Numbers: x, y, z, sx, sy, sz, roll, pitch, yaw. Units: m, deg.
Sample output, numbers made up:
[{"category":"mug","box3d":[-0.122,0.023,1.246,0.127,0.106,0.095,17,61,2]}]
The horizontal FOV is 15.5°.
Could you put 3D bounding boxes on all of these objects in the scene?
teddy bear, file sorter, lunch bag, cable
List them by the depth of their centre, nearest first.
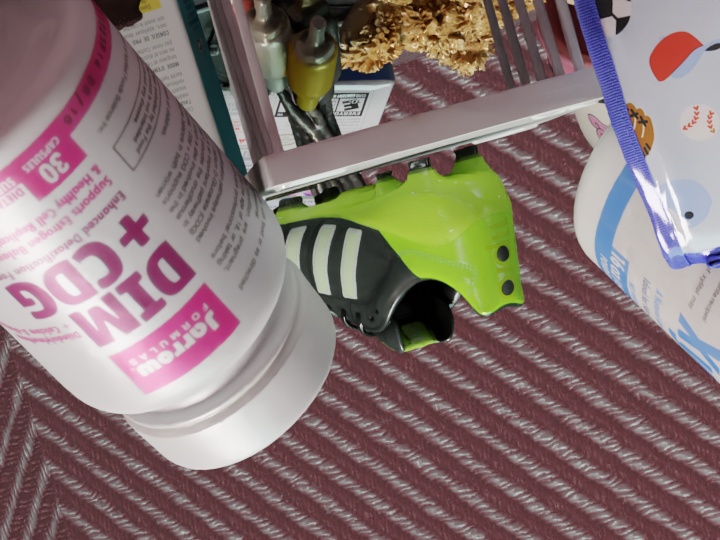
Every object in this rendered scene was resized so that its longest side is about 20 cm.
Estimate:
[{"category":"lunch bag","box3d":[0.170,-0.114,1.018,0.169,0.201,0.124,-17,-178,17]},{"category":"file sorter","box3d":[0.007,-0.107,1.121,0.138,0.125,0.200,-16,-178,-4]},{"category":"cable","box3d":[-0.038,-0.084,1.318,0.050,0.097,0.200,-38,147,-23]},{"category":"teddy bear","box3d":[0.071,-0.151,1.340,0.200,0.067,0.145,-10,140,-55]}]

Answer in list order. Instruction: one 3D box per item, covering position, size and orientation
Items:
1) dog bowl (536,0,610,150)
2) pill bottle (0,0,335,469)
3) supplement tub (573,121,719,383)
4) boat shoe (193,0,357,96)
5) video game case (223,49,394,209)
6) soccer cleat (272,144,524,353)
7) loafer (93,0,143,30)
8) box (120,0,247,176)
[{"category":"dog bowl","box3d":[0.180,-0.151,1.406,0.200,0.074,0.201,-29,-143,24]},{"category":"pill bottle","box3d":[-0.101,-0.015,1.058,0.113,0.200,0.114,-24,-140,22]},{"category":"supplement tub","box3d":[0.198,0.003,1.110,0.132,0.200,0.132,-31,149,-22]},{"category":"boat shoe","box3d":[-0.057,-0.124,1.364,0.199,0.071,0.072,-17,-178,-15]},{"category":"video game case","box3d":[-0.097,-0.069,1.473,0.199,0.046,0.181,-2,149,-15]},{"category":"soccer cleat","box3d":[0.000,0.000,1.195,0.067,0.081,0.200,-16,-179,-35]},{"category":"loafer","box3d":[-0.152,-0.086,1.137,0.073,0.071,0.200,-18,180,-39]},{"category":"box","box3d":[-0.098,-0.040,1.306,0.082,0.201,0.049,-16,-170,9]}]
